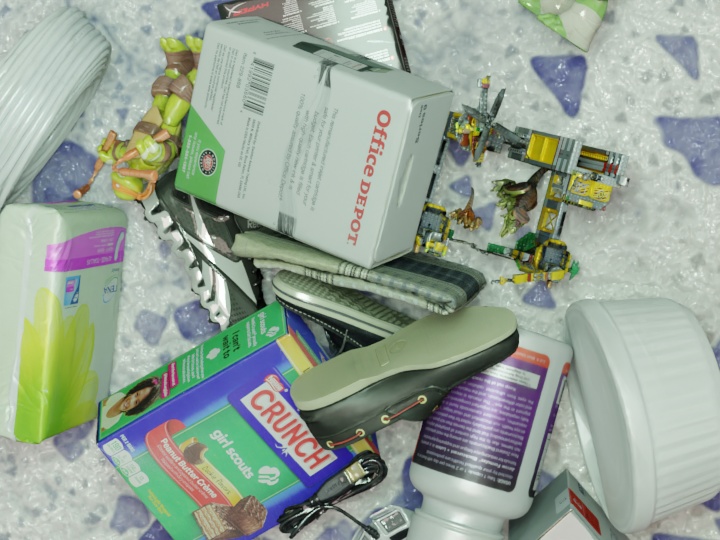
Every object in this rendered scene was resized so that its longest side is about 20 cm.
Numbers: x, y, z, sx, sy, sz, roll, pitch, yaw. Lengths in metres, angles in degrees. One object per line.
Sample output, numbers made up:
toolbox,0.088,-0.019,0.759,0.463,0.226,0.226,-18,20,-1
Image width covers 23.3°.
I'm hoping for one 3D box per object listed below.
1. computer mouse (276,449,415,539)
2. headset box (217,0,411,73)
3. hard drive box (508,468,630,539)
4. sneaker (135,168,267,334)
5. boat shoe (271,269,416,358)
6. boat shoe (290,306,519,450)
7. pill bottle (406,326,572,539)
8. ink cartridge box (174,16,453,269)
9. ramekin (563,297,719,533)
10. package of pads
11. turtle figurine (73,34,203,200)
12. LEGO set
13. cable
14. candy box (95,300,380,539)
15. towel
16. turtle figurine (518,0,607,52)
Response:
computer mouse,0.027,0.242,1.560,0.110,0.044,0.200,-43,117,11
headset box,-0.026,-0.154,1.527,0.147,0.075,0.202,-15,95,7
hard drive box,0.219,0.286,1.513,0.077,0.156,0.200,-42,92,8
sneaker,-0.114,-0.013,1.555,0.090,0.066,0.201,-34,90,13
boat shoe,-0.001,0.057,1.515,0.199,0.075,0.063,27,103,-36
boat shoe,0.043,0.088,1.450,0.200,0.074,0.063,-23,116,10
pill bottle,0.105,0.147,1.500,0.110,0.111,0.202,16,86,3
ink cartridge box,-0.039,-0.107,1.426,0.199,0.084,0.147,23,111,23
ramekin,0.243,0.115,1.477,0.093,0.202,0.205,-12,95,-6
package of pads,-0.267,0.040,1.534,0.067,0.154,0.202,8,95,13
turtle figurine,-0.173,-0.122,1.512,0.064,0.200,0.162,30,79,-19
LEGO set,0.133,-0.061,1.469,0.199,0.116,0.155,23,90,-29
cable,-0.286,-0.134,1.494,0.069,0.200,0.201,36,76,-5
candy box,-0.105,0.144,1.538,0.199,0.077,0.170,-31,119,8
towel,0.000,0.000,1.477,0.198,0.193,0.035,16,99,9
turtle figurine,0.195,-0.298,1.459,0.144,0.199,0.195,43,105,34
